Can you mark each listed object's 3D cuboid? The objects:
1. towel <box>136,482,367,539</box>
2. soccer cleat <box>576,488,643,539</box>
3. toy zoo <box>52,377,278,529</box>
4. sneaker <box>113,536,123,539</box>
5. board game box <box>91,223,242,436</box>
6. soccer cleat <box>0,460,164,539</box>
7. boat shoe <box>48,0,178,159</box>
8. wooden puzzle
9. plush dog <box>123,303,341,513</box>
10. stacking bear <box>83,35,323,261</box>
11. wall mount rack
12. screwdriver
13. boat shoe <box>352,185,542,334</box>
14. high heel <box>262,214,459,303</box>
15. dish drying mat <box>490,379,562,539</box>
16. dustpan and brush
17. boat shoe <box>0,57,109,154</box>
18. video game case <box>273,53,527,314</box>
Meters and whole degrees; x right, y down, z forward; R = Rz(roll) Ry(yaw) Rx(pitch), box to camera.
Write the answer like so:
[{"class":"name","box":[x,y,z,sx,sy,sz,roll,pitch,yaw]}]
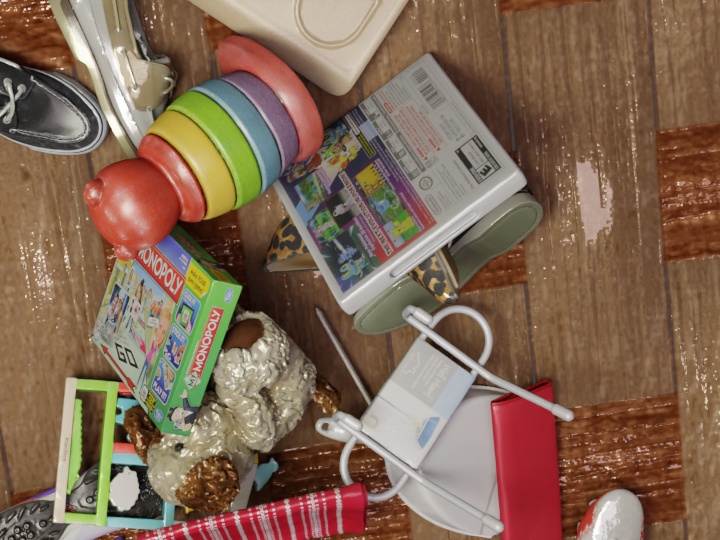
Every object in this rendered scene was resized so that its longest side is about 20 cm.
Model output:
[{"class":"towel","box":[-0.090,0.227,1.382,0.199,0.145,0.023,-12,71,-6]},{"class":"soccer cleat","box":[0.227,0.305,1.503,0.068,0.085,0.201,15,104,-12]},{"class":"toy zoo","box":[-0.174,0.170,1.444,0.199,0.020,0.132,5,81,-13]},{"class":"sneaker","box":[-0.247,0.294,1.486,0.199,0.081,0.084,-6,88,-10]},{"class":"board game box","box":[-0.169,0.037,1.354,0.029,0.200,0.135,12,104,-30]},{"class":"soccer cleat","box":[-0.256,0.220,1.467,0.199,0.073,0.069,-22,86,-16]},{"class":"boat shoe","box":[-0.192,-0.162,1.364,0.068,0.075,0.201,-26,106,4]},{"class":"wooden puzzle","box":[-0.039,-0.280,1.364,0.185,0.046,0.200,32,104,-11]},{"class":"plush dog","box":[-0.119,0.128,1.378,0.172,0.200,0.160,-50,119,-9]},{"class":"stacking bear","box":[-0.138,-0.090,1.317,0.200,0.114,0.122,-38,121,-23]},{"class":"wall mount rack","box":[0.078,0.130,1.395,0.173,0.075,0.200,35,78,-2]},{"class":"screwdriver","box":[0.004,0.122,1.471,0.029,0.028,0.200,-41,108,-23]},{"class":"boat shoe","box":[0.069,-0.018,1.428,0.201,0.061,0.072,-36,147,12]},{"class":"high heel","box":[0.000,0.000,1.366,0.142,0.200,0.071,-37,132,3]},{"class":"dish drying mat","box":[0.157,0.206,1.490,0.077,0.018,0.201,-19,112,-38]},{"class":"dustpan and brush","box":[0.052,0.162,1.458,0.199,0.057,0.140,15,89,-35]},{"class":"boat shoe","box":[-0.312,-0.152,1.361,0.199,0.068,0.072,27,101,-10]},{"class":"video game case","box":[0.026,-0.078,1.344,0.182,0.200,0.023,-36,132,5]}]
